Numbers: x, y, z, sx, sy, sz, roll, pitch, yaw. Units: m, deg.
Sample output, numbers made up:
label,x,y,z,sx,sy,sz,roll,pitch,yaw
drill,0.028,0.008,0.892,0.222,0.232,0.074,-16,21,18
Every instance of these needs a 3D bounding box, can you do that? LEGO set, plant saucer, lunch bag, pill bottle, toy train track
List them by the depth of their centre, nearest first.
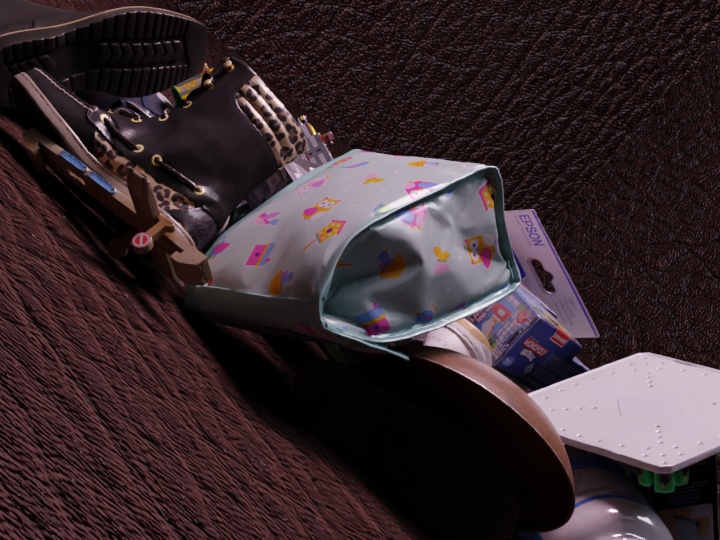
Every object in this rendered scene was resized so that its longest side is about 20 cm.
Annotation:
label,x,y,z,sx,sy,sz,roll,pitch,yaw
toy train track,-0.183,-0.042,1.515,0.200,0.033,0.115,36,-26,33
lunch bag,-0.010,-0.004,1.559,0.170,0.200,0.122,8,-61,49
plant saucer,0.082,0.119,1.598,0.200,0.037,0.201,27,-29,17
pill bottle,0.189,0.223,1.693,0.112,0.112,0.200,40,7,-18
LEGO set,-0.093,-0.113,1.904,0.154,0.116,0.200,60,-13,16

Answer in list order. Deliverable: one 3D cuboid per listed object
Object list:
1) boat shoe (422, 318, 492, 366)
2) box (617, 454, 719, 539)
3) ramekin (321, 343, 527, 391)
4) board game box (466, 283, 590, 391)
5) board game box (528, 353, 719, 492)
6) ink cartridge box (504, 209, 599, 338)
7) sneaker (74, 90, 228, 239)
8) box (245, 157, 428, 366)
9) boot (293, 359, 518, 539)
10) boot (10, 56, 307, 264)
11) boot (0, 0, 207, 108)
label,x,y,z,sx,sy,sz,roll,pitch,yaw
boat shoe,0.066,0.120,1.712,0.071,0.069,0.200,31,-33,33
box,0.262,0.228,1.804,0.117,0.060,0.201,-121,-155,-74
ramekin,0.050,0.072,1.933,0.200,0.098,0.200,42,6,-6
board game box,0.116,0.026,1.914,0.200,0.062,0.200,47,7,30
board game box,0.241,0.122,1.740,0.200,0.026,0.200,-17,21,-38
ink cartridge box,0.110,0.000,2.033,0.198,0.199,0.044,59,36,-43
sneaker,-0.201,-0.121,1.786,0.202,0.077,0.146,47,5,29
box,0.000,0.000,1.762,0.158,0.050,0.200,17,36,-58
boot,0.035,0.130,1.585,0.200,0.074,0.075,38,0,-8
boot,-0.152,-0.108,1.597,0.200,0.150,0.073,43,-22,18
boot,-0.239,-0.199,1.734,0.199,0.078,0.138,-7,31,-30
